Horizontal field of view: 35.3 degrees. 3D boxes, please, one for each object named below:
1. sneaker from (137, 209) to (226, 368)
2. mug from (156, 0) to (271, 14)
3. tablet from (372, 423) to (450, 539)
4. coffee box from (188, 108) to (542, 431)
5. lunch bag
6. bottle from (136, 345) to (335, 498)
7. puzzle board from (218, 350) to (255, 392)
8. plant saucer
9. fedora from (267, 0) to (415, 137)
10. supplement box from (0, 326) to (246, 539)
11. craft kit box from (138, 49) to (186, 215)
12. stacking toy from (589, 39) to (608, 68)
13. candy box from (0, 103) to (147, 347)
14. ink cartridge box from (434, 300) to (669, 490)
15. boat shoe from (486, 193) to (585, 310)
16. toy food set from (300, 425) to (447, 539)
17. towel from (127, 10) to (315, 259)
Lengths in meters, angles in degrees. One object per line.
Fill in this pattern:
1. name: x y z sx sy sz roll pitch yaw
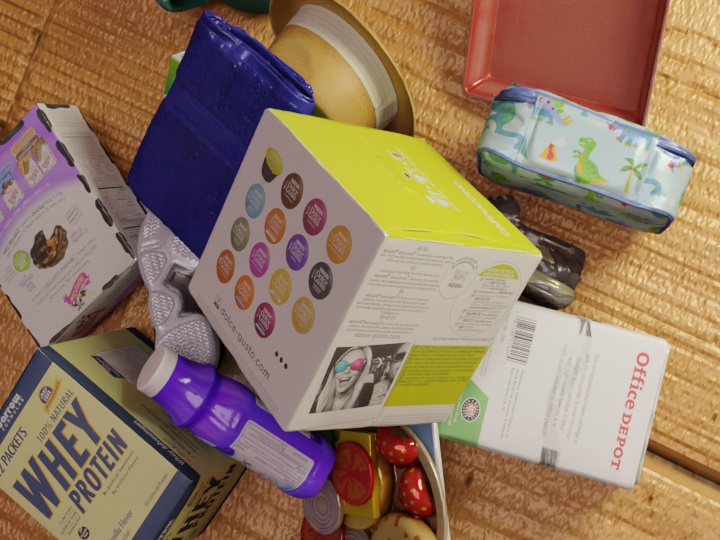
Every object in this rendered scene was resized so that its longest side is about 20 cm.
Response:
1. sneaker: -0.180 0.026 1.157 0.074 0.114 0.203 -7 76 -2
2. mug: -0.121 -0.345 1.176 0.182 0.114 0.155 0 88 12
3. tablet: 0.034 0.175 1.128 0.129 0.014 0.203 -8 88 47
4. coffee box: 0.000 0.000 1.007 0.200 0.198 0.199 48 120 39
5. lunch bag: 0.209 -0.102 1.077 0.197 0.161 0.084 20 87 10
6. bottle: -0.118 0.143 1.069 0.199 0.083 0.066 36 77 -23
7. puzzle board: -0.061 0.078 1.196 0.200 0.017 0.151 -41 82 8
8. plant saucer: 0.204 -0.250 1.096 0.198 0.037 0.202 19 117 27
9. fedora: -0.037 -0.180 1.110 0.200 0.201 0.082 43 68 10
10. supplement box: -0.234 0.177 1.126 0.199 0.200 0.135 37 102 11
11. craft kit box: -0.127 -0.089 1.144 0.199 0.048 0.199 35 130 17
12. stacking toy: 0.265 -0.293 1.111 0.115 0.109 0.203 19 103 21
13. candy box: -0.322 -0.045 1.206 0.167 0.071 0.201 -39 80 23
14. ink cartridge box: 0.187 0.114 1.108 0.197 0.084 0.148 15 91 11
15. boat shoe: 0.136 -0.037 1.140 0.198 0.075 0.074 31 81 5
16. toy food set: 0.008 0.237 1.116 0.196 0.048 0.203 -3 91 47
17. towel: -0.132 -0.122 1.069 0.148 0.049 0.201 43 117 20
